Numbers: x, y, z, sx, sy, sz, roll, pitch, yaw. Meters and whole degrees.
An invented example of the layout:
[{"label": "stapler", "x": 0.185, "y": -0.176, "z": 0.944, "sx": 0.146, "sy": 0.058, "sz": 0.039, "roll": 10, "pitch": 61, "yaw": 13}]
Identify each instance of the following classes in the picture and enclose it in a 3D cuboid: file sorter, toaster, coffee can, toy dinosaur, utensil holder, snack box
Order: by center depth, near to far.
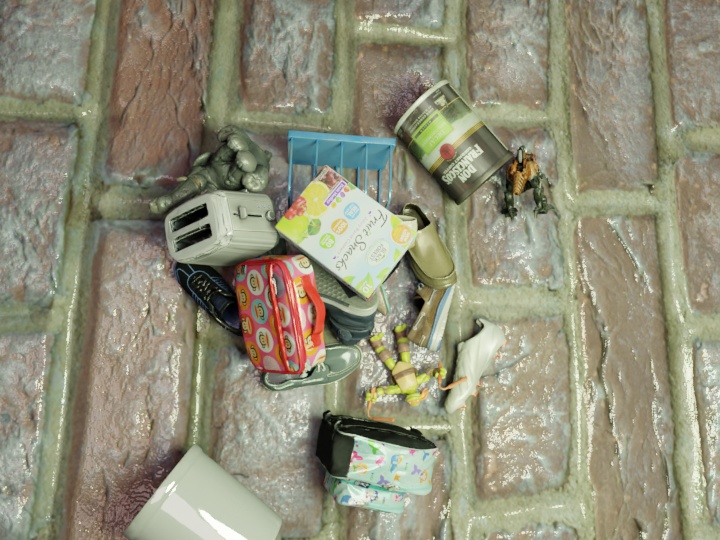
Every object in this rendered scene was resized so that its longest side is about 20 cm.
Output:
[{"label": "utensil holder", "x": -0.256, "y": 0.421, "z": 0.904, "sx": 0.200, "sy": 0.170, "sz": 0.170, "roll": 39, "pitch": 78, "yaw": -2}, {"label": "snack box", "x": -0.024, "y": -0.064, "z": 0.929, "sx": 0.200, "sy": 0.053, "sz": 0.143, "roll": 37, "pitch": 82, "yaw": 7}, {"label": "toaster", "x": -0.251, "y": -0.071, "z": 0.958, "sx": 0.199, "sy": 0.129, "sz": 0.115, "roll": -16, "pitch": 80, "yaw": 32}, {"label": "file sorter", "x": -0.042, "y": -0.178, "z": 1.046, "sx": 0.198, "sy": 0.139, "sz": 0.124, "roll": 2, "pitch": 81, "yaw": -7}, {"label": "coffee can", "x": 0.184, "y": -0.253, "z": 1.084, "sx": 0.146, "sy": 0.146, "sz": 0.200, "roll": -41, "pitch": 87, "yaw": -12}, {"label": "toy dinosaur", "x": 0.320, "y": -0.177, "z": 1.089, "sx": 0.199, "sy": 0.102, "sz": 0.137, "roll": -28, "pitch": 114, "yaw": -40}]

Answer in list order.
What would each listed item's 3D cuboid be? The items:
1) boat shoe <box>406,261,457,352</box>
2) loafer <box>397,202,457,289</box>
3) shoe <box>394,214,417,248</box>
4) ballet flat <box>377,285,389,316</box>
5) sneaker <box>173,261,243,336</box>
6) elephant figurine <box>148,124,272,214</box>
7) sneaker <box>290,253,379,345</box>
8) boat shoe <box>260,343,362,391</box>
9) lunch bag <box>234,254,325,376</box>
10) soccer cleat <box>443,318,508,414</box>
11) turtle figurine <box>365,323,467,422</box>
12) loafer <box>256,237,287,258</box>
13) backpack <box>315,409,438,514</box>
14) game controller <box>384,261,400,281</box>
[{"label": "boat shoe", "x": 0.138, "y": 0.055, "z": 1.044, "sx": 0.072, "sy": 0.072, "sz": 0.201, "roll": 16, "pitch": 54, "yaw": 5}, {"label": "loafer", "x": 0.120, "y": -0.051, "z": 1.046, "sx": 0.076, "sy": 0.068, "sz": 0.201, "roll": -26, "pitch": 58, "yaw": -9}, {"label": "shoe", "x": 0.009, "y": -0.092, "z": 1.004, "sx": 0.198, "sy": 0.054, "sz": 0.070, "roll": 13, "pitch": 35, "yaw": 2}, {"label": "ballet flat", "x": 0.000, "y": 0.000, "z": 1.062, "sx": 0.067, "sy": 0.068, "sz": 0.201, "roll": -15, "pitch": 72, "yaw": -5}, {"label": "sneaker", "x": -0.271, "y": 0.044, "z": 1.009, "sx": 0.200, "sy": 0.078, "sz": 0.070, "roll": 42, "pitch": 78, "yaw": 1}, {"label": "elephant figurine", "x": -0.277, "y": -0.171, "z": 1.027, "sx": 0.199, "sy": 0.155, "sz": 0.142, "roll": -33, "pitch": 48, "yaw": 14}, {"label": "sneaker", "x": -0.061, "y": 0.060, "z": 1.011, "sx": 0.201, "sy": 0.147, "sz": 0.077, "roll": 28, "pitch": 60, "yaw": 17}, {"label": "boat shoe", "x": -0.089, "y": 0.183, "z": 1.016, "sx": 0.198, "sy": 0.062, "sz": 0.073, "roll": -12, "pitch": 82, "yaw": -9}, {"label": "lunch bag", "x": -0.128, "y": 0.074, "z": 0.922, "sx": 0.082, "sy": 0.175, "sz": 0.202, "roll": -17, "pitch": 100, "yaw": -47}, {"label": "soccer cleat", "x": 0.209, "y": 0.185, "z": 1.056, "sx": 0.077, "sy": 0.069, "sz": 0.200, "roll": 36, "pitch": 71, "yaw": 5}, {"label": "turtle figurine", "x": 0.090, "y": 0.189, "z": 1.036, "sx": 0.199, "sy": 0.064, "sz": 0.162, "roll": -22, "pitch": 73, "yaw": 5}, {"label": "loafer", "x": -0.170, "y": -0.035, "z": 1.040, "sx": 0.070, "sy": 0.068, "sz": 0.201, "roll": -35, "pitch": 83, "yaw": -1}, {"label": "backpack", "x": 0.031, "y": 0.334, "z": 0.950, "sx": 0.198, "sy": 0.177, "sz": 0.152, "roll": 8, "pitch": 82, "yaw": -16}, {"label": "game controller", "x": -0.025, "y": -0.042, "z": 1.008, "sx": 0.199, "sy": 0.042, "sz": 0.104, "roll": 28, "pitch": 38, "yaw": 18}]
